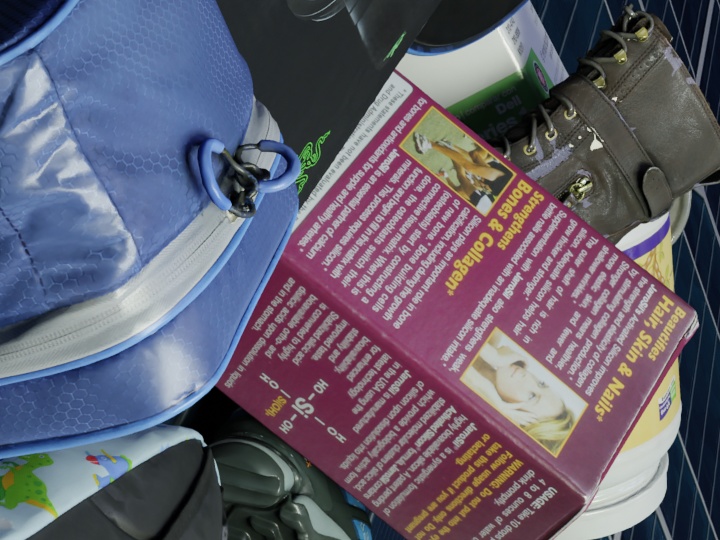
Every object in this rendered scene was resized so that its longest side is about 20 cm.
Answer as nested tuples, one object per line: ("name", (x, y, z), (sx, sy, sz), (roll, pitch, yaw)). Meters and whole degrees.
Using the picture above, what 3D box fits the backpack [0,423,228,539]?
("backpack", (-0.111, 0.116, 0.572), (0.200, 0.154, 0.163), (-31, 123, -50))

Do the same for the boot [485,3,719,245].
("boot", (0.087, -0.069, 0.955), (0.200, 0.174, 0.069), (47, -8, -29))

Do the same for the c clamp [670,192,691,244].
("c clamp", (0.113, -0.088, 1.173), (0.027, 0.200, 0.171), (151, -52, -85))

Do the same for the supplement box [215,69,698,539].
("supplement box", (0.025, 0.019, 0.826), (0.200, 0.103, 0.131), (39, 48, 0))

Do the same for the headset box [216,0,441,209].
("headset box", (-0.034, -0.134, 0.691), (0.174, 0.093, 0.200), (-56, 161, -11))

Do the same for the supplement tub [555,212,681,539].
("supplement tub", (0.111, 0.041, 1.099), (0.145, 0.145, 0.200), (-57, 143, -60))

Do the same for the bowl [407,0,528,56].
("bowl", (0.058, -0.190, 0.884), (0.201, 0.039, 0.201), (-40, 150, -28))

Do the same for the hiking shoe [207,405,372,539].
("hiking shoe", (-0.010, 0.142, 0.874), (0.087, 0.074, 0.200), (-64, 137, -55))

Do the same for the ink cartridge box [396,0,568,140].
("ink cartridge box", (0.034, -0.159, 1.052), (0.200, 0.084, 0.145), (61, 16, -13))

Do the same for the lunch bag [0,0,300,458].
("lunch bag", (-0.112, -0.019, 0.545), (0.136, 0.200, 0.132), (-66, 141, -52))
